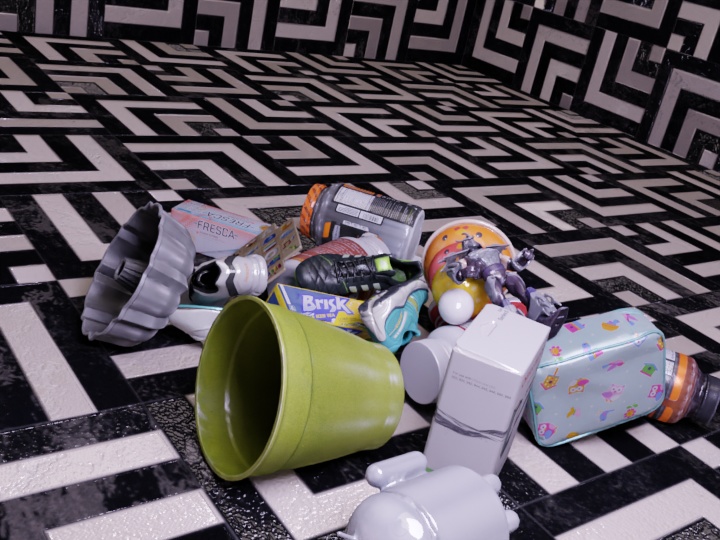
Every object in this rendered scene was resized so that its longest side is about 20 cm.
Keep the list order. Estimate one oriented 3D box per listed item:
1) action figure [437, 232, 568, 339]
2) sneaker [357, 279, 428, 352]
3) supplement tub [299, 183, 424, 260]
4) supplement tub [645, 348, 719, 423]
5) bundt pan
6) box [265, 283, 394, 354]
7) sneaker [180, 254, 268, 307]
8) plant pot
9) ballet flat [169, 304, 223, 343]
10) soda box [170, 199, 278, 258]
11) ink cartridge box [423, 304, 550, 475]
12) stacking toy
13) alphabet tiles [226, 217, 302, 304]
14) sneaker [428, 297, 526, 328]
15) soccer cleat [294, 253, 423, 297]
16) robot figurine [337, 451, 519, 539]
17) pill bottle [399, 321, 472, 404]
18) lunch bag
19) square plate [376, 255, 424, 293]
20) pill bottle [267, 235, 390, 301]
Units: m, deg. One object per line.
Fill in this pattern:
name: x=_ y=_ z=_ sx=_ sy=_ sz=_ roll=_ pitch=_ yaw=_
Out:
action figure: x=0.187 y=0.013 z=1.101 sx=0.130 sy=0.069 sz=0.200 roll=-19 pitch=49 yaw=-17
sneaker: x=0.050 y=0.063 z=1.155 sx=0.077 sy=0.080 sz=0.200 roll=-21 pitch=3 yaw=23
supplement tub: x=0.002 y=-0.079 z=1.456 sx=0.200 sy=0.123 sz=0.123 roll=17 pitch=24 yaw=12
supplement tub: x=0.421 y=0.160 z=1.225 sx=0.200 sy=0.107 sz=0.107 roll=19 pitch=25 yaw=13
bundt pan: x=-0.290 y=0.012 z=1.115 sx=0.076 sy=0.202 sz=0.202 roll=29 pitch=14 yaw=-31
box: x=-0.038 y=0.078 z=1.159 sx=0.200 sy=0.064 sz=0.070 roll=13 pitch=34 yaw=-35
sneaker: x=-0.214 y=0.015 z=1.169 sx=0.080 sy=0.074 sz=0.200 roll=3 pitch=-16 yaw=-39
plant pot: x=-0.060 y=0.141 z=0.958 sx=0.193 sy=0.201 sz=0.200 roll=11 pitch=21 yaw=-35
ballet flat: x=-0.177 y=0.080 z=1.158 sx=0.200 sy=0.070 sz=0.069 roll=1 pitch=26 yaw=-23
soda box: x=-0.229 y=-0.058 z=1.430 sx=0.200 sy=0.068 sz=0.064 roll=17 pitch=25 yaw=12
ink cartridge box: x=0.142 y=0.161 z=0.968 sx=0.084 sy=0.200 sz=0.145 roll=20 pitch=25 yaw=17
stacking toy: x=0.151 y=0.021 z=1.194 sx=0.146 sy=0.146 sz=0.200 roll=15 pitch=24 yaw=5
alphabet tiles: x=-0.163 y=-0.010 z=1.279 sx=0.006 sy=0.166 sz=0.200 roll=51 pitch=6 yaw=-24
sneaker: x=0.212 y=0.091 z=1.315 sx=0.200 sy=0.071 sz=0.113 roll=2 pitch=21 yaw=-4
soccer cleat: x=0.000 y=0.000 z=1.194 sx=0.200 sy=0.081 sz=0.068 roll=1 pitch=70 yaw=-35
robot figurine: x=0.066 y=0.262 z=0.815 sx=0.200 sy=0.113 sz=0.170 roll=-8 pitch=60 yaw=-40
pill bottle: x=0.158 y=0.127 z=1.159 sx=0.200 sy=0.112 sz=0.112 roll=-6 pitch=30 yaw=-35
lunch bag: x=0.301 y=0.145 z=1.102 sx=0.200 sy=0.161 sz=0.077 roll=-16 pitch=34 yaw=-4
square plate: x=0.027 y=-0.002 z=1.481 sx=0.198 sy=0.028 sz=0.200 roll=22 pitch=26 yaw=22
pill bottle: x=-0.041 y=0.012 z=1.298 sx=0.112 sy=0.112 sz=0.200 roll=28 pitch=33 yaw=30
